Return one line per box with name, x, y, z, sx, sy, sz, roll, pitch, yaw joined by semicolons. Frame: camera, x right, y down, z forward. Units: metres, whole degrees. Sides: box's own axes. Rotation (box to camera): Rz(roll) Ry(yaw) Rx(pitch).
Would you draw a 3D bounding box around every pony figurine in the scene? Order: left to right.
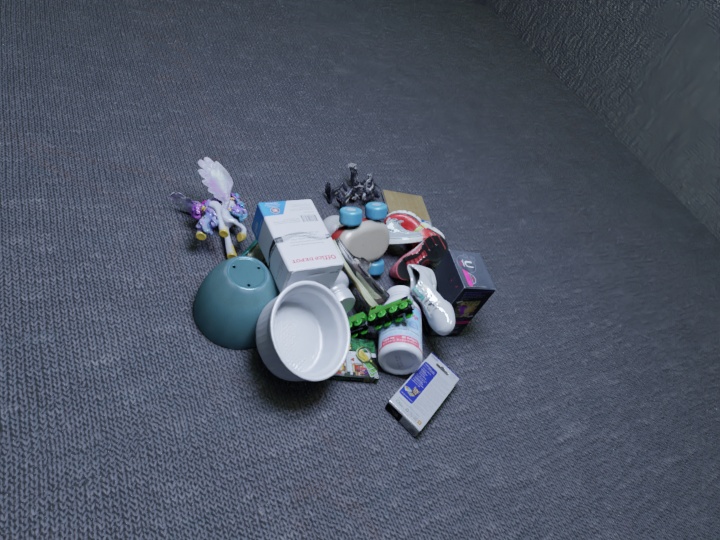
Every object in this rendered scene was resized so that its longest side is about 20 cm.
pony figurine;-0.359;-0.148;1.294;0.192;0.165;0.204;37;28;-40

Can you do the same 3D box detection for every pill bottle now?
pill bottle;-0.094;0.015;1.284;0.109;0.112;0.202;-14;57;-35
pill bottle;0.097;0.139;1.270;0.106;0.110;0.204;16;44;-12

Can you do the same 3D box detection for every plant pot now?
plant pot;-0.261;0.049;1.152;0.194;0.136;0.204;14;45;-15

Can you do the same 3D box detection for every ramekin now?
ramekin;-0.124;0.134;1.096;0.196;0.097;0.207;16;65;-36

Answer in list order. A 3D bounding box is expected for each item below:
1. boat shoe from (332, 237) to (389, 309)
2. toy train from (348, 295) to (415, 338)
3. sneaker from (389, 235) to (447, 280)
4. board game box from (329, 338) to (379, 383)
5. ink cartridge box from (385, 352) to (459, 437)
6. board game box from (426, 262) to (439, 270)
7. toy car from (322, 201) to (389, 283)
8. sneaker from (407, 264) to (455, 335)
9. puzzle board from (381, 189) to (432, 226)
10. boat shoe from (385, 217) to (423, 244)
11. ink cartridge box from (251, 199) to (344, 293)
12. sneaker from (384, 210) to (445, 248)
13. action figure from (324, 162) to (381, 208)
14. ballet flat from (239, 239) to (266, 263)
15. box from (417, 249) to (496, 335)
boat shoe;0.000;0.000;1.277;0.203;0.064;0.073;56;0;-8
toy train;0.045;0.106;1.229;0.042;0.196;0.057;52;32;-24
sneaker;0.157;-0.039;1.460;0.197;0.086;0.075;-30;98;-25
board game box;-0.055;0.201;1.201;0.194;0.024;0.107;8;45;-20
ink cartridge box;0.148;0.284;1.218;0.094;0.038;0.199;40;47;13
board game box;0.265;0.031;1.513;0.199;0.028;0.134;43;45;15
toy car;-0.039;-0.097;1.409;0.174;0.190;0.198;-16;29;-37
sneaker;0.161;0.068;1.273;0.087;0.075;0.203;25;32;-42
puzzle board;0.153;-0.171;1.650;0.146;0.018;0.204;6;49;-24
boat shoe;0.080;-0.113;1.468;0.194;0.074;0.070;2;6;7
ink cartridge box;-0.145;-0.057;1.186;0.141;0.085;0.203;-8;55;-34
sneaker;0.157;-0.106;1.525;0.195;0.078;0.086;24;47;0
action figure;-0.008;-0.256;1.586;0.118;0.104;0.197;38;45;28
ballet flat;-0.242;-0.067;1.335;0.063;0.067;0.202;48;44;-19
box;0.239;0.062;1.345;0.103;0.202;0.125;5;47;-26
